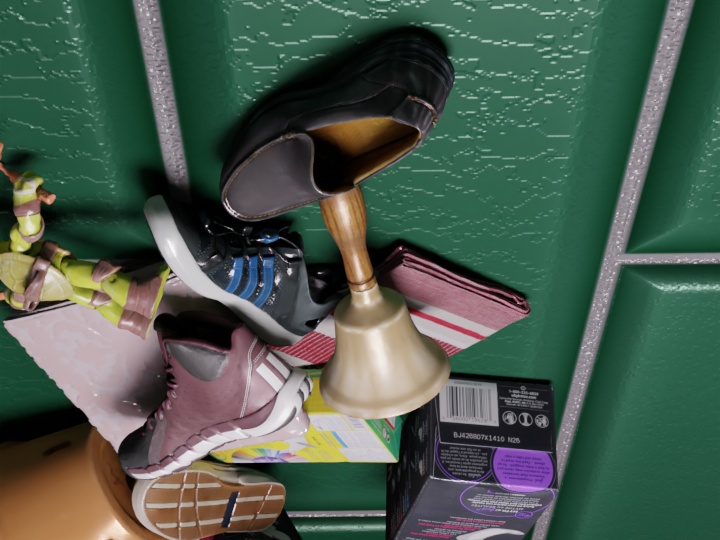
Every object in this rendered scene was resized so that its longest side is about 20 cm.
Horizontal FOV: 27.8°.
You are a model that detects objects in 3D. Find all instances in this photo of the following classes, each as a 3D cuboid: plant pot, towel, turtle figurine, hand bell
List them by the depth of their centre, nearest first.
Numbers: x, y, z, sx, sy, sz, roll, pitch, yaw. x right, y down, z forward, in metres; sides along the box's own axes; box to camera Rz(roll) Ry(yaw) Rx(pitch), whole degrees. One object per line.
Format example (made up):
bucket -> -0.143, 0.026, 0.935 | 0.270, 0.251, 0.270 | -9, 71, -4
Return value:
turtle figurine -> -0.223, -0.006, 1.059 | 0.161, 0.064, 0.200 | 20, 142, -5
hand bell -> 0.000, 0.000, 1.077 | 0.104, 0.104, 0.200 | -7, 123, 10
towel -> -0.165, 0.080, 1.204 | 0.191, 0.032, 0.200 | -12, 131, 26
towel -> 0.023, 0.047, 1.218 | 0.144, 0.023, 0.200 | 22, 143, -35
plant pot -> -0.262, 0.231, 1.359 | 0.140, 0.200, 0.200 | -31, 139, 15

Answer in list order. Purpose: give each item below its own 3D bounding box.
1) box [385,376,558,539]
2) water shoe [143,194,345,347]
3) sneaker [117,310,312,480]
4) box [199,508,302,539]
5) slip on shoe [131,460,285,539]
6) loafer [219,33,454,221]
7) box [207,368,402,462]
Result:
box -> 0.100, 0.192, 1.365 | 0.122, 0.106, 0.200 | 7, 147, -9
water shoe -> -0.085, -0.014, 1.093 | 0.079, 0.072, 0.200 | -35, 143, 10
sneaker -> -0.140, 0.086, 1.138 | 0.200, 0.076, 0.116 | -26, 114, 32
box -> -0.123, 0.314, 1.437 | 0.115, 0.200, 0.132 | 14, 101, -20
slip on shoe -> -0.151, 0.207, 1.367 | 0.061, 0.076, 0.200 | 25, -172, 35
loafer -> -0.026, -0.080, 0.959 | 0.073, 0.072, 0.200 | 37, 132, -25
box -> -0.074, 0.132, 1.304 | 0.200, 0.048, 0.117 | -4, 150, 19
